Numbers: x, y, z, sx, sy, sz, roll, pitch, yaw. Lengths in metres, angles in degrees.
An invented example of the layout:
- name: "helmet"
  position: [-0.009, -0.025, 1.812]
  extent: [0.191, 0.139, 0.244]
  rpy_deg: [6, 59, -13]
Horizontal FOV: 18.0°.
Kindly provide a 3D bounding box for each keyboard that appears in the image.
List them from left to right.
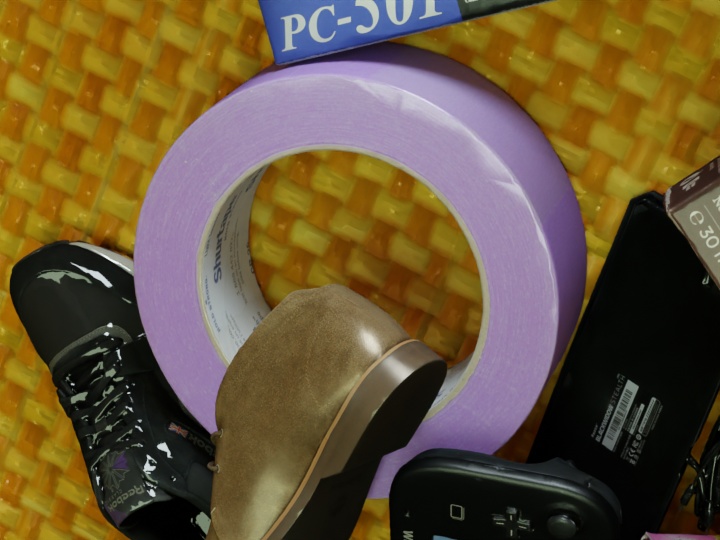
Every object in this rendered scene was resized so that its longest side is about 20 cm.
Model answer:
- name: "keyboard"
  position: [0.139, 0.070, 1.043]
  extent: [0.104, 0.040, 0.201]
  rpy_deg: [35, 119, 30]

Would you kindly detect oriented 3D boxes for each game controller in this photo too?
- name: "game controller"
  position: [0.066, 0.157, 1.049]
  extent: [0.104, 0.042, 0.201]
  rpy_deg: [3, 133, 7]

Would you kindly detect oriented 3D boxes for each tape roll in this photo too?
- name: "tape roll"
  position: [0.000, 0.000, 1.039]
  extent: [0.199, 0.066, 0.201]
  rpy_deg: [6, 111, 17]

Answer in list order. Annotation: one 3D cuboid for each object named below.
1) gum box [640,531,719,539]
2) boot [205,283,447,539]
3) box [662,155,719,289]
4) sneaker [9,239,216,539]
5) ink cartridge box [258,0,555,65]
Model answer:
- name: "gum box"
  position: [0.153, 0.219, 1.034]
  extent: [0.113, 0.066, 0.201]
  rpy_deg: [4, 118, -30]
- name: "boot"
  position: [-0.040, 0.093, 1.023]
  extent: [0.075, 0.074, 0.200]
  rpy_deg: [41, 114, 21]
- name: "box"
  position: [0.233, -0.041, 0.922]
  extent: [0.200, 0.075, 0.100]
  rpy_deg: [-34, 94, 12]
- name: "sneaker"
  position: [-0.102, 0.075, 1.086]
  extent: [0.076, 0.088, 0.200]
  rpy_deg: [-37, 95, 26]
- name: "ink cartridge box"
  position: [0.047, -0.157, 0.977]
  extent: [0.199, 0.044, 0.094]
  rpy_deg: [-11, 103, 22]
